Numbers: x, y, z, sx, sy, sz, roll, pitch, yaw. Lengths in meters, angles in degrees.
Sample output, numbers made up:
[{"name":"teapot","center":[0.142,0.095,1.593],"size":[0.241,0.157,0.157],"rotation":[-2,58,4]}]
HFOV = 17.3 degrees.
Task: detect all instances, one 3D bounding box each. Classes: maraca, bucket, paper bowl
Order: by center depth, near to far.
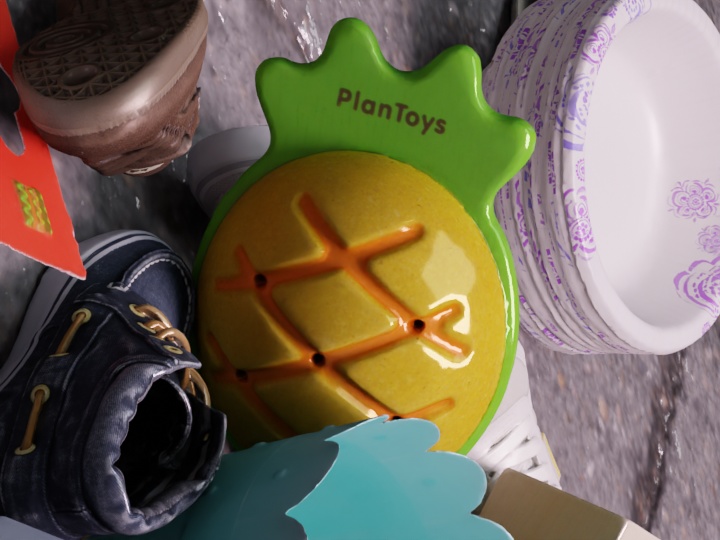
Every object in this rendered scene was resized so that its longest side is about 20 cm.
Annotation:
[{"name":"bucket","center":[-0.030,0.158,0.886],"size":[0.207,0.135,0.207],"rotation":[35,50,-54]},{"name":"maraca","center":[0.000,0.000,0.951],"size":[0.107,0.137,0.200],"rotation":[-57,159,-69]},{"name":"paper bowl","center":[0.126,-0.054,1.301],"size":[0.201,0.104,0.201],"rotation":[3,86,-52]}]

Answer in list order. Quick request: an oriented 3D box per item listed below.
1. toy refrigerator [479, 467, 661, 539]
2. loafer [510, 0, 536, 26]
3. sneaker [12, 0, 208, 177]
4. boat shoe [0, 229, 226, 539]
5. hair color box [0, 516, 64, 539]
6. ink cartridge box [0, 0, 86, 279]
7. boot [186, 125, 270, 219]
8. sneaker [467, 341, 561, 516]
[{"name":"toy refrigerator","center":[0.061,0.195,1.013],"size":[0.070,0.076,0.200],"rotation":[33,81,-43]},{"name":"loafer","center":[0.129,-0.179,1.427],"size":[0.070,0.070,0.200],"rotation":[63,29,-47]},{"name":"sneaker","center":[-0.082,-0.067,0.893],"size":[0.200,0.070,0.076],"rotation":[-92,167,-69]},{"name":"boat shoe","center":[-0.083,0.043,0.875],"size":[0.071,0.091,0.200],"rotation":[67,28,-23]},{"name":"hair color box","center":[-0.132,0.168,0.703],"size":[0.200,0.061,0.099],"rotation":[-52,160,-60]},{"name":"ink cartridge box","center":[-0.150,-0.096,0.790],"size":[0.200,0.050,0.162],"rotation":[27,38,-57]},{"name":"boot","center":[-0.011,0.014,1.053],"size":[0.200,0.074,0.096],"rotation":[38,40,-55]},{"name":"sneaker","center":[0.062,0.096,1.080],"size":[0.077,0.081,0.200],"rotation":[-38,147,-22]}]
